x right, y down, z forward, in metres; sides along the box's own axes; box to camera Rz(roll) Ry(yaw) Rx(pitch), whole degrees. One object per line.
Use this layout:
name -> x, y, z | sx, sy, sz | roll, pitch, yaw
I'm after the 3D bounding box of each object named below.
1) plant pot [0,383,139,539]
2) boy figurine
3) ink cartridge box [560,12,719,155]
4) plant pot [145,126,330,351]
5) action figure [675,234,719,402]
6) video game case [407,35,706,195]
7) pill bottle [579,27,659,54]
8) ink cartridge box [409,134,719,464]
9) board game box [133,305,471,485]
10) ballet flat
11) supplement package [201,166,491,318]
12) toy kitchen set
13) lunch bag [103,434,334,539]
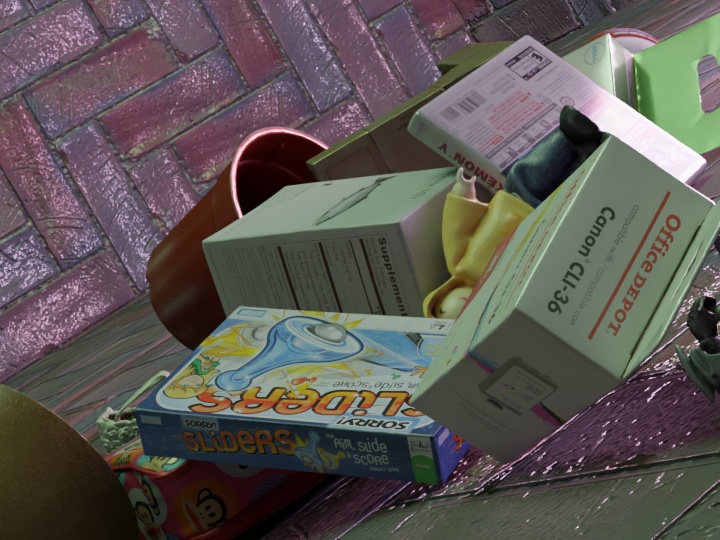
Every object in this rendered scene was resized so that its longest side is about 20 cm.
plant pot -> -0.264, 0.200, 1.232 | 0.186, 0.187, 0.200 | -24, 24, 44
boy figurine -> 0.106, -0.021, 1.406 | 0.200, 0.124, 0.064 | -50, -12, -3
ink cartridge box -> 0.231, -0.142, 1.736 | 0.200, 0.048, 0.146 | -27, 47, 35
plant pot -> -0.110, -0.014, 2.078 | 0.195, 0.201, 0.201 | -36, 1, 40
action figure -> 0.206, 0.012, 0.915 | 0.130, 0.070, 0.200 | -24, 11, 11
video game case -> 0.154, -0.094, 1.525 | 0.200, 0.182, 0.023 | -38, -19, -53
pill bottle -> 0.253, -0.170, 1.913 | 0.112, 0.112, 0.200 | -29, 7, 10
ink cartridge box -> 0.107, 0.012, 1.011 | 0.117, 0.067, 0.200 | -59, 5, -27
board game box -> -0.017, 0.072, 1.198 | 0.199, 0.035, 0.135 | 2, 28, 27
ballet flat -> -0.148, 0.112, 1.764 | 0.199, 0.072, 0.072 | -28, 7, 11
supplement package -> 0.000, 0.000, 1.522 | 0.199, 0.118, 0.117 | -5, 21, 39
toy kitchen set -> 0.071, -0.077, 1.727 | 0.200, 0.164, 0.180 | -31, 10, -5
lunch bag -> -0.087, 0.120, 1.331 | 0.176, 0.082, 0.200 | -33, 7, -27
